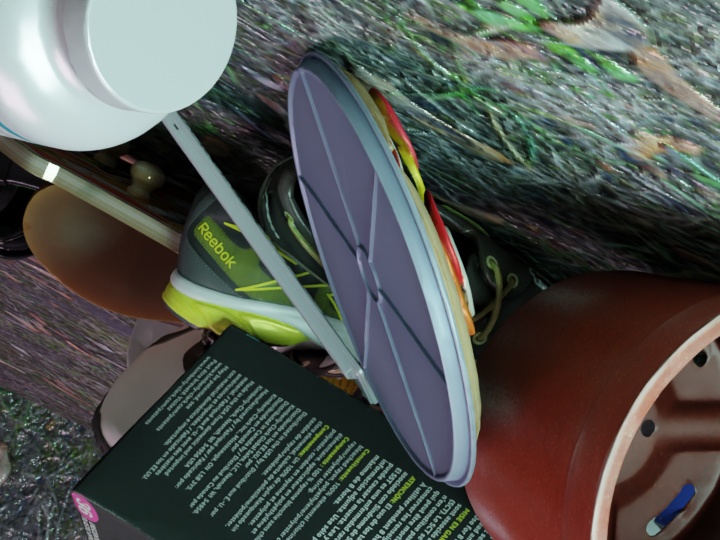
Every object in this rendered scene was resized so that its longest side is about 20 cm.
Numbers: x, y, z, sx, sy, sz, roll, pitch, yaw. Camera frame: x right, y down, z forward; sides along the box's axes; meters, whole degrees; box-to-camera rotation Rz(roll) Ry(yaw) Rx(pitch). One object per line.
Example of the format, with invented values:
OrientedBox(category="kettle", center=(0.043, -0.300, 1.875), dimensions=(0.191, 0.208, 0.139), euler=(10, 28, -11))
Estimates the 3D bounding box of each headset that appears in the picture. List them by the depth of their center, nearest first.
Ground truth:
OrientedBox(category="headset", center=(-0.245, -0.040, 1.737), dimensions=(0.199, 0.094, 0.124), euler=(10, 163, 23))

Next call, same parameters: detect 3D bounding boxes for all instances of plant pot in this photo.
OrientedBox(category="plant pot", center=(0.146, 0.086, 1.153), dimensions=(0.200, 0.201, 0.195), euler=(32, 177, -24))

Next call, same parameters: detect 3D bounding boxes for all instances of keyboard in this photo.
OrientedBox(category="keyboard", center=(-0.052, -0.019, 1.309), dimensions=(0.200, 0.011, 0.056), euler=(54, -179, 19))

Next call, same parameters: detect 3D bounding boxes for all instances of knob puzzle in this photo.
OrientedBox(category="knob puzzle", center=(-0.130, -0.056, 1.511), dimensions=(0.219, 0.031, 0.220), euler=(25, -174, -3))

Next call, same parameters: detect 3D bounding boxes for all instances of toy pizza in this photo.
OrientedBox(category="toy pizza", center=(0.017, -0.003, 1.170), dimensions=(0.200, 0.032, 0.201), euler=(160, 90, -79))

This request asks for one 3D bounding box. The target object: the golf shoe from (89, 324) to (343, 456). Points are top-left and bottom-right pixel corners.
OrientedBox(category="golf shoe", center=(-0.062, 0.042, 1.479), dimensions=(0.078, 0.199, 0.095), euler=(57, 168, 16))

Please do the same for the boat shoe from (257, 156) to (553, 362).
OrientedBox(category="boat shoe", center=(0.039, 0.009, 1.317), dimensions=(0.201, 0.072, 0.061), euler=(31, 173, -6))

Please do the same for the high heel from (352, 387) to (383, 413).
OrientedBox(category="high heel", center=(-0.007, 0.137, 1.522), dimensions=(0.071, 0.143, 0.200), euler=(30, -158, -10))

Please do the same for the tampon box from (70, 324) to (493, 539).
OrientedBox(category="tampon box", center=(-0.019, 0.153, 1.329), dimensions=(0.199, 0.126, 0.150), euler=(30, 152, 27))

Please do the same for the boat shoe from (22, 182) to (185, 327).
OrientedBox(category="boat shoe", center=(-0.110, 0.000, 1.600), dimensions=(0.199, 0.071, 0.070), euler=(24, -175, -13))

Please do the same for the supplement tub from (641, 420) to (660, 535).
OrientedBox(category="supplement tub", center=(0.126, 0.135, 1.508), dimensions=(0.145, 0.146, 0.200), euler=(31, 168, -20))

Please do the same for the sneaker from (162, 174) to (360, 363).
OrientedBox(category="sneaker", center=(0.000, 0.000, 1.374), dimensions=(0.199, 0.085, 0.075), euler=(7, -165, -6))

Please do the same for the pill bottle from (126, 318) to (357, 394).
OrientedBox(category="pill bottle", center=(-0.046, 0.078, 1.758), dimensions=(0.200, 0.113, 0.113), euler=(33, 168, -29))

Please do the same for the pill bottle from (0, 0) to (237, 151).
OrientedBox(category="pill bottle", center=(-0.134, -0.109, 1.076), dimensions=(0.111, 0.111, 0.200), euler=(35, 167, -38))

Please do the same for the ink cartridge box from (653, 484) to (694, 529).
OrientedBox(category="ink cartridge box", center=(0.218, 0.126, 1.379), dimensions=(0.044, 0.094, 0.200), euler=(22, 169, 31))
